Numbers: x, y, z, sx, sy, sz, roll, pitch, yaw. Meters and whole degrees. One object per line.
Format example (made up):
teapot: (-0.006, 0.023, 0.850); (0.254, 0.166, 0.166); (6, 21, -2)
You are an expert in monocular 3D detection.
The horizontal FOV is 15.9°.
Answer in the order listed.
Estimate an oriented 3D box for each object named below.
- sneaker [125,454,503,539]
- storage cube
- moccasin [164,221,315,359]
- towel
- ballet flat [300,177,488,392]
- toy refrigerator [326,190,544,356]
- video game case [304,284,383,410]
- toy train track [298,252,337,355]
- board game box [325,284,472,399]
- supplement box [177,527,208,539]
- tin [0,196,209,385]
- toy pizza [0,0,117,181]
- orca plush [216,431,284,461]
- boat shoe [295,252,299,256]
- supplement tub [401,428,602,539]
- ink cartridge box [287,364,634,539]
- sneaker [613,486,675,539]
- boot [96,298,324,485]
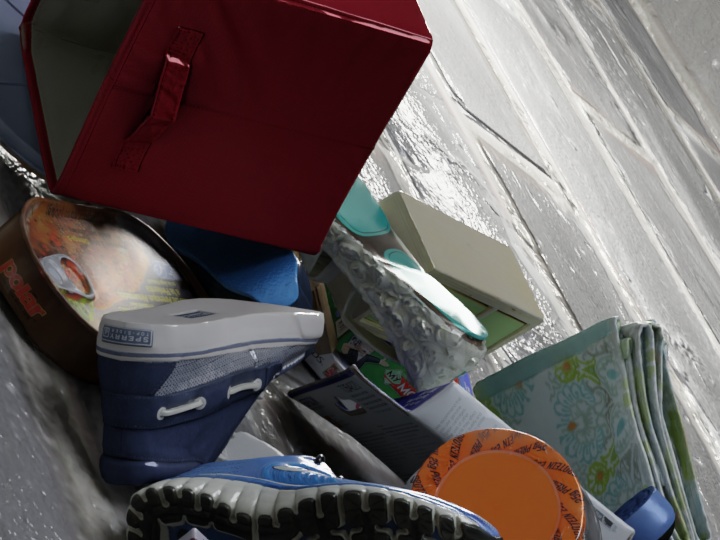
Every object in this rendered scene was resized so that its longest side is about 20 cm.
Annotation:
sneaker: (-0.017, 0.128, 1.336); (0.089, 0.199, 0.079); (-42, 136, -60)
storage cube: (-0.085, -0.139, 1.544); (0.179, 0.171, 0.200); (13, 34, -26)
moccasin: (-0.078, 0.006, 1.629); (0.200, 0.080, 0.068); (-119, -173, -65)
towel: (0.155, 0.135, 1.760); (0.048, 0.200, 0.172); (-4, 76, -31)
ballet flat: (0.000, 0.000, 1.652); (0.200, 0.072, 0.072); (50, 14, 23)
toy refrigerator: (0.050, 0.012, 1.777); (0.200, 0.076, 0.070); (24, 38, -63)
video game case: (0.014, 0.067, 1.856); (0.182, 0.023, 0.200); (49, 16, -9)
toy train track: (-0.054, -0.041, 1.722); (0.115, 0.032, 0.201); (-49, 127, -74)
board game box: (0.026, 0.039, 1.862); (0.135, 0.029, 0.200); (44, 17, -24)
supplement box: (-0.065, 0.226, 1.225); (0.109, 0.061, 0.200); (45, 18, -25)
tin: (-0.146, 0.016, 1.497); (0.112, 0.042, 0.200); (53, 15, 17)
toy pizza: (-0.165, -0.103, 1.624); (0.199, 0.032, 0.201); (21, 38, -17)
orca plush: (-0.028, 0.175, 1.414); (0.200, 0.105, 0.071); (35, -37, 36)
boat shoe: (-0.094, -0.062, 1.755); (0.200, 0.066, 0.074); (37, 22, -42)
supplement tub: (0.074, 0.177, 1.462); (0.123, 0.122, 0.200); (60, -14, 28)
ink cartridge box: (0.059, 0.117, 1.614); (0.200, 0.041, 0.200); (39, -13, -6)
sneaker: (0.166, 0.213, 1.675); (0.078, 0.200, 0.070); (43, 54, 7)
boot: (-0.087, 0.066, 1.446); (0.200, 0.072, 0.091); (-5, 101, -60)
